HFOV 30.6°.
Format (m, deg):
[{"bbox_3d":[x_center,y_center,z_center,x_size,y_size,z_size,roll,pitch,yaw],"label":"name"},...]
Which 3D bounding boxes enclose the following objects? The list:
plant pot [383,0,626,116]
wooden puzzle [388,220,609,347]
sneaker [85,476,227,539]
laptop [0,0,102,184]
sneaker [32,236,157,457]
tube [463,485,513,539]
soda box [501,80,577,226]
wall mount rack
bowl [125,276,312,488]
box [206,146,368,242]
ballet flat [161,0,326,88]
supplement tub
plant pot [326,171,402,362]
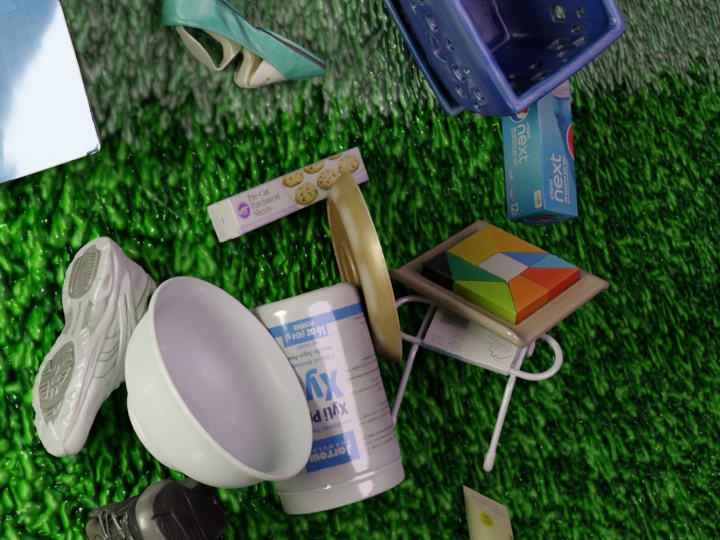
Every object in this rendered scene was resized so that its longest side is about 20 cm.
[{"bbox_3d":[0.151,-0.299,1.517,0.199,0.179,0.201,-38,106,-22],"label":"plant pot"},{"bbox_3d":[0.158,0.005,1.482,0.199,0.184,0.038,-25,134,-45],"label":"wooden puzzle"},{"bbox_3d":[-0.184,0.226,1.118,0.113,0.199,0.077,-25,87,1],"label":"sneaker"},{"bbox_3d":[-0.348,-0.160,1.086,0.199,0.115,0.189,-17,91,-44],"label":"laptop"},{"bbox_3d":[-0.223,0.076,1.174,0.099,0.077,0.202,31,61,-37],"label":"sneaker"},{"bbox_3d":[0.151,0.333,1.449,0.058,0.051,0.201,83,1,-47],"label":"tube"},{"bbox_3d":[0.222,-0.162,1.650,0.067,0.064,0.203,8,75,-41],"label":"soda box"},{"bbox_3d":[0.113,0.111,1.437,0.075,0.198,0.175,88,23,-52],"label":"wall mount rack"},{"bbox_3d":[-0.140,0.113,1.153,0.201,0.090,0.202,44,23,-25],"label":"bowl"},{"bbox_3d":[-0.072,-0.081,1.375,0.199,0.038,0.042,-25,97,-43],"label":"box"},{"bbox_3d":[-0.125,-0.229,1.355,0.199,0.067,0.071,28,86,-35],"label":"ballet flat"},{"bbox_3d":[-0.041,0.123,1.292,0.131,0.131,0.202,-15,89,-43],"label":"supplement tub"},{"bbox_3d":[0.000,0.000,1.343,0.027,0.200,0.202,-16,91,-8],"label":"plant pot"}]
